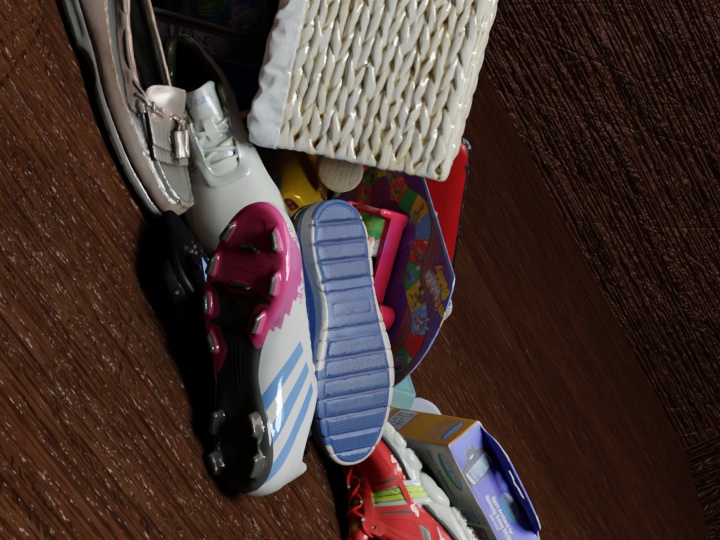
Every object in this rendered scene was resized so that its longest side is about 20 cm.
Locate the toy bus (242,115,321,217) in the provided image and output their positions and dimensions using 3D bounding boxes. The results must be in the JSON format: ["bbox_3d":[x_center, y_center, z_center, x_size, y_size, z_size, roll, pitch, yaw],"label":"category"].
[{"bbox_3d":[-0.076,-0.057,1.393,0.065,0.078,0.201,57,13,-31],"label":"toy bus"}]

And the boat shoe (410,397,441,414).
[{"bbox_3d":[0.073,0.217,1.544,0.066,0.069,0.201,65,5,-70],"label":"boat shoe"}]

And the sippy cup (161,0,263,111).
[{"bbox_3d":[-0.112,-0.213,1.449,0.140,0.176,0.131,101,-13,-60],"label":"sippy cup"}]

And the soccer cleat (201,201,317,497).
[{"bbox_3d":[-0.065,0.054,1.161,0.086,0.069,0.202,1,94,-60],"label":"soccer cleat"}]

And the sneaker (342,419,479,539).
[{"bbox_3d":[0.015,0.184,1.349,0.200,0.085,0.077,49,-17,11],"label":"sneaker"}]

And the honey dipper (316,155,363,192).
[{"bbox_3d":[-0.023,-0.103,1.465,0.038,0.038,0.200,62,2,-13],"label":"honey dipper"}]

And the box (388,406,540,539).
[{"bbox_3d":[0.069,0.177,1.399,0.200,0.041,0.120,3,-56,62],"label":"box"}]

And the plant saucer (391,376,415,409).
[{"bbox_3d":[-0.017,0.072,1.436,0.199,0.019,0.070,19,46,-52],"label":"plant saucer"}]

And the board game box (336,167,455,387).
[{"bbox_3d":[0.000,0.000,1.356,0.039,0.158,0.201,15,45,-36],"label":"board game box"}]

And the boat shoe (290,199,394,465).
[{"bbox_3d":[-0.023,0.048,1.297,0.072,0.072,0.202,-1,87,-33],"label":"boat shoe"}]

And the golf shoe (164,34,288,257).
[{"bbox_3d":[-0.115,-0.093,1.286,0.097,0.078,0.201,75,-9,-56],"label":"golf shoe"}]

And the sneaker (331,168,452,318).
[{"bbox_3d":[0.022,-0.022,1.499,0.199,0.079,0.131,40,33,-68],"label":"sneaker"}]

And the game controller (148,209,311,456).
[{"bbox_3d":[-0.094,0.048,1.230,0.201,0.042,0.105,59,15,-29],"label":"game controller"}]

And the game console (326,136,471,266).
[{"bbox_3d":[0.031,-0.081,1.600,0.119,0.171,0.201,-51,154,-51],"label":"game console"}]

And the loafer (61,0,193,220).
[{"bbox_3d":[-0.161,-0.137,1.243,0.201,0.063,0.072,67,13,8],"label":"loafer"}]

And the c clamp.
[{"bbox_3d":[-0.124,-0.249,1.377,0.198,0.027,0.172,6,75,-26],"label":"c clamp"}]

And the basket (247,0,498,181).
[{"bbox_3d":[0.019,-0.184,1.319,0.198,0.160,0.202,-61,167,-77],"label":"basket"}]
